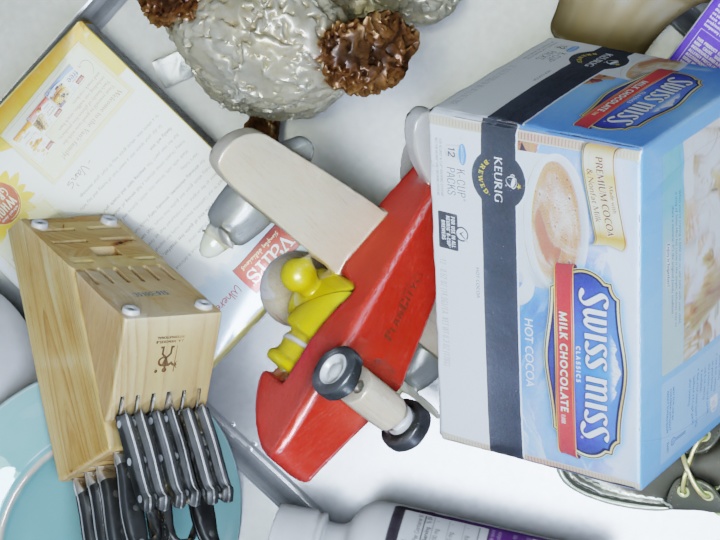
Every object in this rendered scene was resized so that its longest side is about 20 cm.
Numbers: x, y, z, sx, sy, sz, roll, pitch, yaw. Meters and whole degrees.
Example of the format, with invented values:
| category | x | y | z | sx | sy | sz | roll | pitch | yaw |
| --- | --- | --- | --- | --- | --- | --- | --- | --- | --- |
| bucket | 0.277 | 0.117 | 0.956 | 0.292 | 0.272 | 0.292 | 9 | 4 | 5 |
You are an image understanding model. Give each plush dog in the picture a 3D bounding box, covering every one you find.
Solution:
| category | x | y | z | sx | sy | sz | roll | pitch | yaw |
| --- | --- | --- | --- | --- | --- | --- | --- | --- | --- |
| plush dog | -0.054 | -0.136 | 1.540 | 0.200 | 0.172 | 0.161 | 16 | 95 | 4 |

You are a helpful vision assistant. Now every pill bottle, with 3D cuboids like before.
| category | x | y | z | sx | sy | sz | roll | pitch | yaw |
| --- | --- | --- | --- | --- | --- | --- | --- | --- | --- |
| pill bottle | 0.042 | 0.197 | 1.578 | 0.200 | 0.111 | 0.112 | 12 | 94 | 5 |

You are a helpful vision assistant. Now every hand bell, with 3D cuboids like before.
| category | x | y | z | sx | sy | sz | roll | pitch | yaw |
| --- | --- | --- | --- | --- | --- | --- | --- | --- | --- |
| hand bell | 0.120 | -0.099 | 1.582 | 0.104 | 0.104 | 0.200 | 27 | 108 | 4 |

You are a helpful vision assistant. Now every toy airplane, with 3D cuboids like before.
| category | x | y | z | sx | sy | sz | roll | pitch | yaw |
| --- | --- | --- | --- | --- | --- | --- | --- | --- | --- |
| toy airplane | 0.000 | 0.000 | 1.541 | 0.141 | 0.199 | 0.200 | 3 | 107 | 47 |

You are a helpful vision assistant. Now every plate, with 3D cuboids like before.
| category | x | y | z | sx | sy | sz | roll | pitch | yaw |
| --- | --- | --- | --- | --- | --- | --- | --- | --- | --- |
| plate | -0.154 | 0.155 | 1.582 | 0.200 | 0.026 | 0.201 | -7 | 105 | -28 |

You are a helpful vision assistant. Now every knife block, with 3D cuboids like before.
| category | x | y | z | sx | sy | sz | roll | pitch | yaw |
| --- | --- | --- | --- | --- | --- | --- | --- | --- | --- |
| knife block | -0.141 | 0.082 | 1.537 | 0.064 | 0.200 | 0.176 | -3 | 116 | -34 |

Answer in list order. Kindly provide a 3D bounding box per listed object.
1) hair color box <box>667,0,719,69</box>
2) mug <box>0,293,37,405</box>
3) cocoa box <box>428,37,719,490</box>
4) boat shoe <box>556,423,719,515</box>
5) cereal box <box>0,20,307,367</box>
| category | x | y | z | sx | sy | sz | roll | pitch | yaw |
| --- | --- | --- | --- | --- | --- | --- | --- | --- | --- |
| hair color box | 0.242 | -0.147 | 1.539 | 0.065 | 0.109 | 0.200 | 39 | 96 | 14 |
| mug | -0.286 | 0.093 | 1.568 | 0.149 | 0.153 | 0.187 | 22 | 98 | 20 |
| cocoa box | 0.128 | -0.006 | 1.471 | 0.131 | 0.133 | 0.200 | 13 | 118 | 32 |
| boat shoe | 0.213 | 0.107 | 1.582 | 0.201 | 0.060 | 0.072 | 0 | 93 | 6 |
| cereal box | -0.141 | -0.030 | 1.620 | 0.200 | 0.040 | 0.144 | 45 | 96 | 1 |
